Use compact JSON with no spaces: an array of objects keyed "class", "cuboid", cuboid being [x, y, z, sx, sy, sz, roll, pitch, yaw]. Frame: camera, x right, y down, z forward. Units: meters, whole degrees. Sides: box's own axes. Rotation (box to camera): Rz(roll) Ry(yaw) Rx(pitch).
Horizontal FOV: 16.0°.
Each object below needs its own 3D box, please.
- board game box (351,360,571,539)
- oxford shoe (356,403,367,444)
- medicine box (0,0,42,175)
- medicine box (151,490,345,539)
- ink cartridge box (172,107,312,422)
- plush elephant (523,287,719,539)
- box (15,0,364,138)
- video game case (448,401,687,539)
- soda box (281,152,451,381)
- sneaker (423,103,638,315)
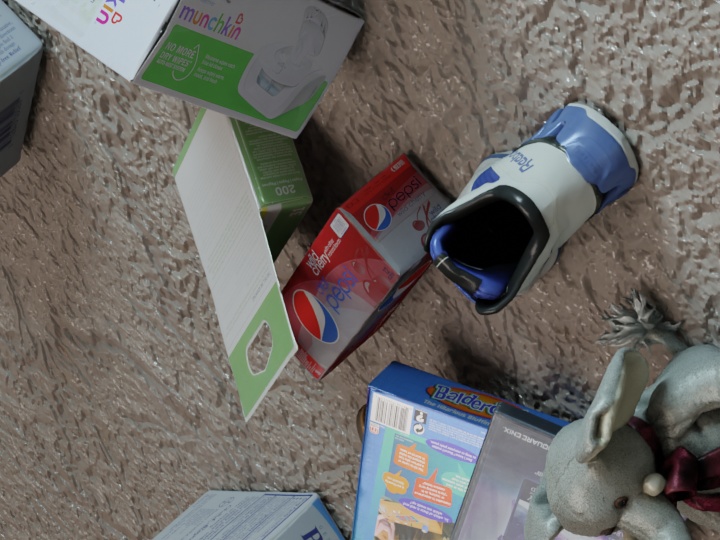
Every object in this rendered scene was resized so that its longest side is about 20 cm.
[{"class":"board game box","cuboid":[0.070,0.178,1.773,0.151,0.045,0.201,19,121,20]},{"class":"oxford shoe","cuboid":[0.083,0.152,1.823,0.200,0.071,0.071,41,132,8]},{"class":"medicine box","cuboid":[-0.360,-0.171,2.023,0.200,0.103,0.182,44,152,11]},{"class":"medicine box","cuboid":[-0.071,0.288,2.165,0.183,0.103,0.200,58,153,-14]},{"class":"ink cartridge box","cuboid":[-0.071,-0.016,1.768,0.146,0.048,0.201,125,129,-61]},{"class":"plush elephant","cuboid":[0.180,0.117,1.518,0.200,0.155,0.165,40,151,19]},{"class":"box","cuboid":[-0.123,-0.178,1.579,0.176,0.097,0.200,36,-170,26]},{"class":"video game case","cuboid":[0.128,0.197,1.714,0.142,0.019,0.201,23,121,9]},{"class":"soda box","cuboid":[0.000,0.000,1.741,0.063,0.070,0.200,47,152,5]},{"class":"sneaker","cuboid":[0.078,-0.022,1.549,0.081,0.115,0.199,50,153,4]}]
